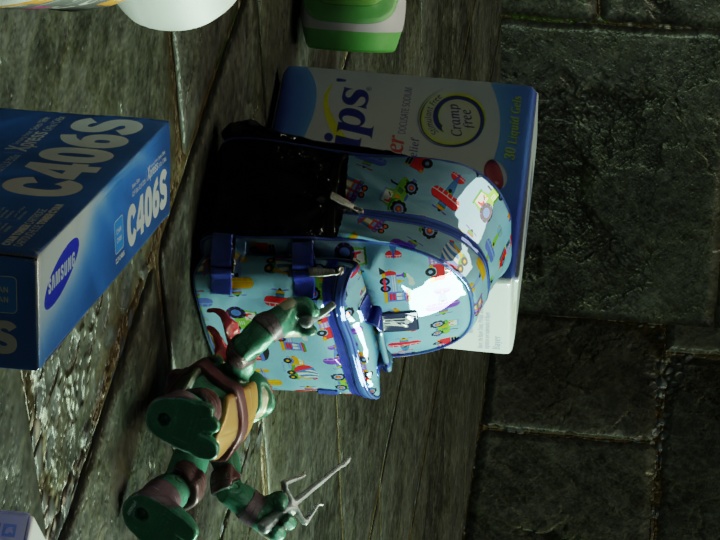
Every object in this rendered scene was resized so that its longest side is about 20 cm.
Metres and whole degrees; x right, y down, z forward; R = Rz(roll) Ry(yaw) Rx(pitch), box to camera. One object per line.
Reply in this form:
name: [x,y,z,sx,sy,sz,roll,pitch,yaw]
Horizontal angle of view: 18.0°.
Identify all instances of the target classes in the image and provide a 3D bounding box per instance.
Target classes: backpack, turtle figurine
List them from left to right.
turtle figurine: [-0.077,0.094,1.391,0.200,0.100,0.151,-34,124,-65]
backpack: [0.000,0.000,1.539,0.183,0.198,0.135,84,12,-56]

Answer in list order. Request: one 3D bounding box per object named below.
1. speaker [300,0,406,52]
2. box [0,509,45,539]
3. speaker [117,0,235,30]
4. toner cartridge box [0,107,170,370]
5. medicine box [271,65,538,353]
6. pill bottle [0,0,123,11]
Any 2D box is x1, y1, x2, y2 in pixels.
speaker: [-0.003,-0.276,1.804,0.088,0.088,0.202,-46,140,-78]
box: [-0.165,0.227,1.021,0.145,0.036,0.201,80,17,-62]
speaker: [-0.104,-0.189,1.095,0.200,0.081,0.082,70,25,-72]
toner cartridge box: [-0.139,-0.018,0.863,0.200,0.094,0.044,-66,157,-71]
medicine box: [0.028,-0.047,1.725,0.103,0.198,0.183,87,10,-57]
pill bottle: [-0.118,-0.158,0.868,0.200,0.115,0.117,-36,130,-80]
